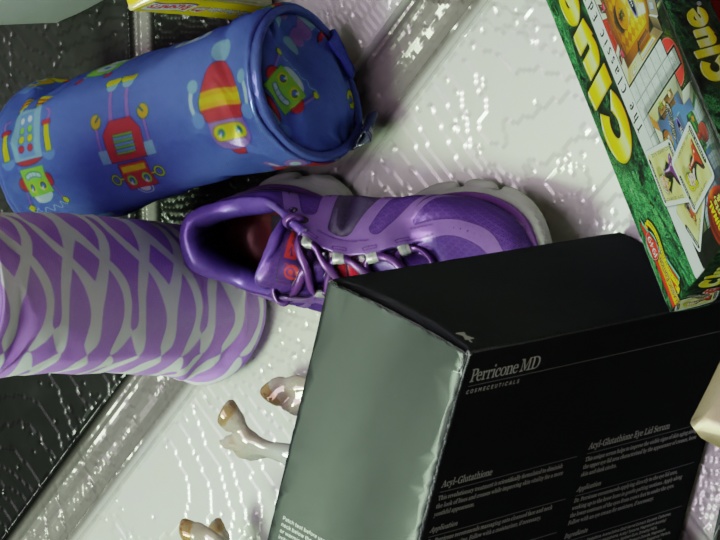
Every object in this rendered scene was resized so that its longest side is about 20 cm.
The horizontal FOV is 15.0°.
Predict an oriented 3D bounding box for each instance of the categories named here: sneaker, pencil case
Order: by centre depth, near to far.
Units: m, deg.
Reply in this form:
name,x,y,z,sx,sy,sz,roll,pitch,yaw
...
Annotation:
name,x,y,z,sx,sy,sz,roll,pitch,yaw
sneaker,0.000,0.000,1.239,0.199,0.083,0.081,4,99,39
pencil case,-0.133,0.018,1.281,0.086,0.199,0.084,-52,58,26
pencil case,-0.086,-0.072,1.305,0.199,0.087,0.078,-13,106,42

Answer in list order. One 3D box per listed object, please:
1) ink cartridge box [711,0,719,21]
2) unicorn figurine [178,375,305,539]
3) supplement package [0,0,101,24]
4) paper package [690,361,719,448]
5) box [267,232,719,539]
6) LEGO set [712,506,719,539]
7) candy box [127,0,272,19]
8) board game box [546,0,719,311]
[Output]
name,x,y,z,sx,sy,sz,roll,pitch,yaw
ink cartridge box,0.194,-0.132,1.033,0.199,0.045,0.177,7,102,14
unicorn figurine,-0.011,0.112,1.281,0.137,0.074,0.201,28,128,24
supplement package,-0.179,-0.230,1.333,0.119,0.121,0.201,-19,83,40
paper package,0.241,0.014,0.933,0.190,0.103,0.201,24,84,24
box,0.061,0.069,1.120,0.079,0.199,0.142,29,113,34
LEGO set,0.205,0.099,1.087,0.153,0.116,0.201,15,112,7
candy box,-0.102,-0.217,1.282,0.026,0.102,0.201,-20,83,25
board game box,0.101,-0.093,1.019,0.105,0.023,0.201,109,142,-69
